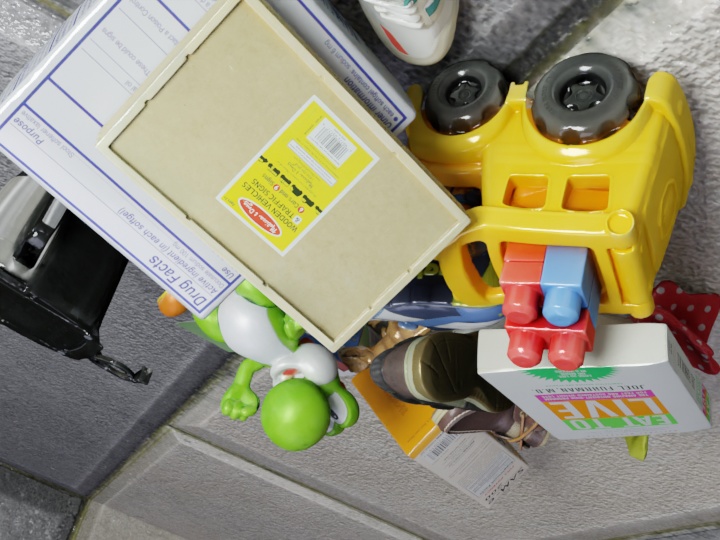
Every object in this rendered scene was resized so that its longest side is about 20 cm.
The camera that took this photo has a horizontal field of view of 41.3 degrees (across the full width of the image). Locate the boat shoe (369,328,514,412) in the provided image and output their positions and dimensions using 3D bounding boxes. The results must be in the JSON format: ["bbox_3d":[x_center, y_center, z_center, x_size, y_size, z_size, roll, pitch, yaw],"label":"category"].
[{"bbox_3d":[0.078,0.084,0.822,0.065,0.073,0.200,0,174,32],"label":"boat shoe"}]

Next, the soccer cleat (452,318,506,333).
[{"bbox_3d":[0.127,0.061,0.942,0.068,0.078,0.201,-9,147,-25],"label":"soccer cleat"}]

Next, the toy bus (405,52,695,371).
[{"bbox_3d":[0.111,-0.031,0.648,0.197,0.194,0.136,5,151,28],"label":"toy bus"}]

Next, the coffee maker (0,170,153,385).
[{"bbox_3d":[-0.244,-0.034,0.859,0.133,0.202,0.192,1,145,36],"label":"coffee maker"}]

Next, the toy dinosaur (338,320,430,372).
[{"bbox_3d":[0.070,0.032,0.893,0.199,0.106,0.060,-40,105,12],"label":"toy dinosaur"}]

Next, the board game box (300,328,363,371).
[{"bbox_3d":[-0.079,0.009,0.936,0.198,0.104,0.019,31,148,-19],"label":"board game box"}]

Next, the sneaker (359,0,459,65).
[{"bbox_3d":[0.010,-0.177,0.554,0.069,0.094,0.201,10,151,18],"label":"sneaker"}]

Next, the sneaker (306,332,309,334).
[{"bbox_3d":[0.000,0.000,0.855,0.073,0.117,0.200,28,150,-9],"label":"sneaker"}]

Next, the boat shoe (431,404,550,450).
[{"bbox_3d":[0.165,0.138,0.938,0.197,0.073,0.072,-6,145,-30],"label":"boat shoe"}]

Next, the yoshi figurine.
[{"bbox_3d":[-0.081,0.074,0.815,0.200,0.112,0.112,48,160,-6],"label":"yoshi figurine"}]

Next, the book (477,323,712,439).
[{"bbox_3d":[0.185,0.084,0.725,0.132,0.049,0.200,-5,157,28],"label":"book"}]

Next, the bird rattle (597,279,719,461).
[{"bbox_3d":[0.225,0.087,0.850,0.160,0.114,0.201,5,153,5],"label":"bird rattle"}]

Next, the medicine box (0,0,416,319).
[{"bbox_3d":[-0.100,-0.108,0.607,0.200,0.103,0.182,-42,115,11],"label":"medicine box"}]

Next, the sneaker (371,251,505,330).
[{"bbox_3d":[0.035,0.013,0.776,0.197,0.075,0.082,6,162,18],"label":"sneaker"}]

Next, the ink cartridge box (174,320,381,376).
[{"bbox_3d":[-0.087,0.086,1.062,0.197,0.049,0.146,-9,160,16],"label":"ink cartridge box"}]

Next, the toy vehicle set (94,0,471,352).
[{"bbox_3d":[-0.042,-0.055,0.570,0.124,0.027,0.200,-42,115,11],"label":"toy vehicle set"}]

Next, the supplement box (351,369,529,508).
[{"bbox_3d":[0.092,0.172,1.067,0.200,0.074,0.126,41,-175,-48],"label":"supplement box"}]
